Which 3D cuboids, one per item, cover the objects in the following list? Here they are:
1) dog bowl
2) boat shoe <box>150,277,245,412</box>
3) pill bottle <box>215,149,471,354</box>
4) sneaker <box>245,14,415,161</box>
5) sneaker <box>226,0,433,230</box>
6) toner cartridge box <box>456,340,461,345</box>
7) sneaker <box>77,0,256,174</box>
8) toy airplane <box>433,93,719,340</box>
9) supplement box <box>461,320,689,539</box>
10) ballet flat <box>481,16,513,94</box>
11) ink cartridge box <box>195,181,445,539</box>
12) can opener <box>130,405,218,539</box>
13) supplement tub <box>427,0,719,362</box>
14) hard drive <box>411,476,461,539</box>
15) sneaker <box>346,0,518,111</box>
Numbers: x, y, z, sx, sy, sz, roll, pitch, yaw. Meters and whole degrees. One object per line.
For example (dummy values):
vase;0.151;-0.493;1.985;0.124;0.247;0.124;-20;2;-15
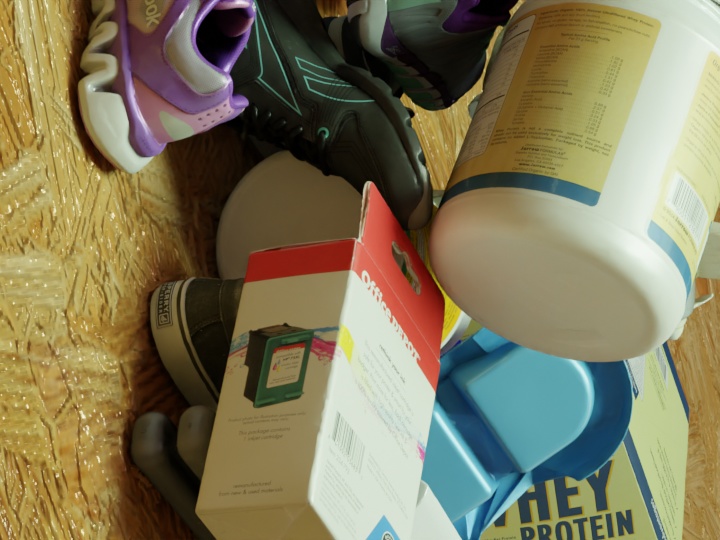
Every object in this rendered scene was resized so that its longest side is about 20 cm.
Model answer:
dog bowl;0.069;0.098;1.770;0.112;0.199;0.050;54;4;-10
boat shoe;-0.048;0.068;1.609;0.200;0.063;0.071;55;30;-54
pill bottle;0.000;0.000;1.722;0.200;0.112;0.114;28;54;-69
sneaker;-0.002;-0.087;1.767;0.200;0.108;0.071;52;31;-54
sneaker;-0.032;-0.087;1.607;0.200;0.079;0.076;52;-19;29
toner cartridge box;0.039;0.123;1.888;0.095;0.043;0.201;53;31;-53
sneaker;-0.097;-0.150;1.545;0.080;0.088;0.201;46;36;-58
toy airplane;0.117;-0.015;1.831;0.199;0.200;0.142;34;55;-14
supplement box;0.141;0.103;2.071;0.200;0.133;0.201;-78;152;-51
ballet flat;0.101;-0.087;1.724;0.062;0.067;0.201;-49;-162;53
ink cartridge box;-0.016;0.067;1.521;0.116;0.067;0.201;57;35;-45
can opener;-0.061;0.143;1.544;0.200;0.052;0.067;61;27;-45
supplement tub;0.131;-0.067;1.606;0.145;0.144;0.201;58;46;-49
hard drive;0.012;0.200;1.624;0.132;0.025;0.200;-50;153;-11
sneaker;0.059;-0.138;1.664;0.200;0.087;0.075;17;65;-71
